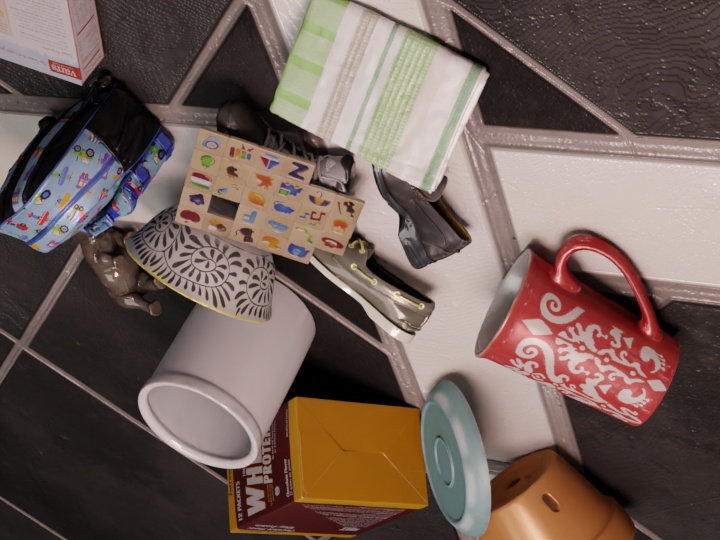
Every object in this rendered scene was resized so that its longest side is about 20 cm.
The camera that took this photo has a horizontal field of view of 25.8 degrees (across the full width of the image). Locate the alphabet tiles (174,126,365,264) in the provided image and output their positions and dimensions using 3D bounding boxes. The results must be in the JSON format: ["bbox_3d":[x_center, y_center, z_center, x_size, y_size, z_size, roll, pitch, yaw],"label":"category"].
[{"bbox_3d":[-0.101,-0.077,1.767,0.198,0.008,0.168,17,141,-6],"label":"alphabet tiles"}]

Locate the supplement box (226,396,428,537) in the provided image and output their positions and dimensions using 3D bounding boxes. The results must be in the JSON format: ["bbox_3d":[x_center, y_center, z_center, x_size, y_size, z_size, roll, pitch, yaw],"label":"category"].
[{"bbox_3d":[-0.049,0.268,2.097,0.195,0.134,0.200,8,155,-31],"label":"supplement box"}]

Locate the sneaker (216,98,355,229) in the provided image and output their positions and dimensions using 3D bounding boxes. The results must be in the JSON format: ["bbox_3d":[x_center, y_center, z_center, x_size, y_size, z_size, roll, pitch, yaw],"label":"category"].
[{"bbox_3d":[-0.067,-0.128,1.757,0.115,0.076,0.200,-11,136,32],"label":"sneaker"}]

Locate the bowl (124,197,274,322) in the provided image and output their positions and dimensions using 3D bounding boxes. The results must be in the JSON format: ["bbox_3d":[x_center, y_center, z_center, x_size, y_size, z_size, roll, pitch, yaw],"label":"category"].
[{"bbox_3d":[-0.176,-0.029,1.895,0.199,0.201,0.095,28,100,-5],"label":"bowl"}]

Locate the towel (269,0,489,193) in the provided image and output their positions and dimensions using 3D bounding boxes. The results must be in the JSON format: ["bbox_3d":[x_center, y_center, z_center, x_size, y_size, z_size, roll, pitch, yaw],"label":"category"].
[{"bbox_3d":[0.018,-0.187,1.614,0.199,0.031,0.150,28,115,6],"label":"towel"}]

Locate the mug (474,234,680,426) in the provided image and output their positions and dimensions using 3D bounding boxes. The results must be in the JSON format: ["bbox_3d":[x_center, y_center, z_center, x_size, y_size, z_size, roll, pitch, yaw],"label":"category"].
[{"bbox_3d":[0.250,0.071,1.727,0.199,0.134,0.178,28,147,-5],"label":"mug"}]

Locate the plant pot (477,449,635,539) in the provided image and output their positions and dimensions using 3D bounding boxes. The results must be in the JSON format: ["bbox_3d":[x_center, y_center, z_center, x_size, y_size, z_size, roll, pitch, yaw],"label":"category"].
[{"bbox_3d":[0.232,0.327,2.017,0.141,0.200,0.199,54,140,-7],"label":"plant pot"}]

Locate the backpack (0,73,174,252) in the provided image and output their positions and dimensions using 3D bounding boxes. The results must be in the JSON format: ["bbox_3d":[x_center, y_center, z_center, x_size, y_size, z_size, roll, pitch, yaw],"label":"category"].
[{"bbox_3d":[-0.337,-0.104,1.849,0.134,0.201,0.182,42,142,-19],"label":"backpack"}]

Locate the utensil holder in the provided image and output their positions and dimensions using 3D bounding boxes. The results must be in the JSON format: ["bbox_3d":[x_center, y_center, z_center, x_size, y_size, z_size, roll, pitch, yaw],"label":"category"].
[{"bbox_3d":[-0.165,0.124,2.013,0.168,0.201,0.171,19,143,15],"label":"utensil holder"}]

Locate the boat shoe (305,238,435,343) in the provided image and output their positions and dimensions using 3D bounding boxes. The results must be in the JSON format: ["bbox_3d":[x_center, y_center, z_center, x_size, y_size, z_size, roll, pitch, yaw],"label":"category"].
[{"bbox_3d":[0.001,0.000,1.866,0.201,0.072,0.060,41,104,3],"label":"boat shoe"}]

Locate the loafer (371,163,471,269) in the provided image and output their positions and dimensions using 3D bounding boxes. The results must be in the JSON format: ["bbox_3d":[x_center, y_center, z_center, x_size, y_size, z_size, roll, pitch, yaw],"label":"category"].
[{"bbox_3d":[0.061,-0.094,1.715,0.072,0.073,0.201,-15,130,14],"label":"loafer"}]

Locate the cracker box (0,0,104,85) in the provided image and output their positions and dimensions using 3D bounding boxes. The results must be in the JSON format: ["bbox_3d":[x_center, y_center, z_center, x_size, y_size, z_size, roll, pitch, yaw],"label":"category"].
[{"bbox_3d":[-0.364,-0.311,1.736,0.133,0.058,0.201,19,143,14],"label":"cracker box"}]

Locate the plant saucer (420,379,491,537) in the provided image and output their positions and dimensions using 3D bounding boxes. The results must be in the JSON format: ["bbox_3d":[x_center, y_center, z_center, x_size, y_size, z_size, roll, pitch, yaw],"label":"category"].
[{"bbox_3d":[0.116,0.241,1.991,0.027,0.202,0.201,-10,148,-16],"label":"plant saucer"}]

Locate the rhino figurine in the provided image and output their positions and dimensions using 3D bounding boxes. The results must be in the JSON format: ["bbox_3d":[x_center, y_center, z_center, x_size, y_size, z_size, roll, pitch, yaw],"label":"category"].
[{"bbox_3d":[-0.332,-0.026,2.064,0.087,0.060,0.201,5,136,46],"label":"rhino figurine"}]
